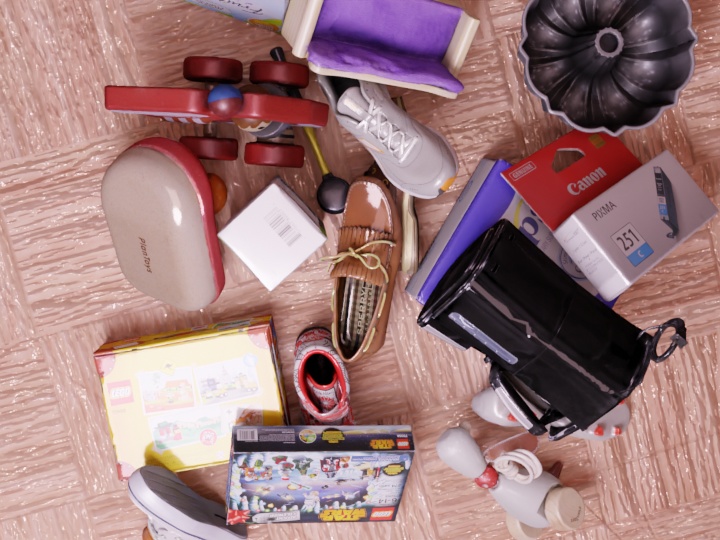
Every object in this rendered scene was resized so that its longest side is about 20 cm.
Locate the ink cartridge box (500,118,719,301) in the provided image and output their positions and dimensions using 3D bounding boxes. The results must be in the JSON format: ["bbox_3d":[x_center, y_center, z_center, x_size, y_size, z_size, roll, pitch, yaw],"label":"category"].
[{"bbox_3d":[0.272,-0.083,1.114,0.200,0.045,0.176,-31,79,-39],"label":"ink cartridge box"}]

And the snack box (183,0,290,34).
[{"bbox_3d":[-0.147,-0.323,1.061,0.168,0.200,0.068,18,87,-4],"label":"snack box"}]

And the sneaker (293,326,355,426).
[{"bbox_3d":[-0.039,0.170,1.175,0.067,0.108,0.202,-9,97,-2],"label":"sneaker"}]

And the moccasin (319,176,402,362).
[{"bbox_3d":[-0.002,0.000,1.120,0.073,0.078,0.202,15,106,17],"label":"moccasin"}]

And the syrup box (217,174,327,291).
[{"bbox_3d":[-0.091,-0.045,1.100,0.081,0.200,0.079,-42,98,4],"label":"syrup box"}]

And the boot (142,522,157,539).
[{"bbox_3d":[-0.244,0.405,1.212,0.154,0.074,0.201,-30,95,5],"label":"boot"}]

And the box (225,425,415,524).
[{"bbox_3d":[-0.048,0.230,1.156,0.199,0.040,0.137,1,134,-10],"label":"box"}]

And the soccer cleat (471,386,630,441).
[{"bbox_3d":[0.226,0.159,1.214,0.199,0.078,0.070,9,82,-24],"label":"soccer cleat"}]

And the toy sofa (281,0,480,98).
[{"bbox_3d":[0.026,-0.251,1.089,0.199,0.098,0.083,5,122,-29],"label":"toy sofa"}]

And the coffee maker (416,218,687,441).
[{"bbox_3d":[0.185,0.046,1.040,0.200,0.135,0.192,39,115,-6],"label":"coffee maker"}]

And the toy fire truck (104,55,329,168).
[{"bbox_3d":[-0.144,-0.169,1.084,0.199,0.168,0.113,7,97,21],"label":"toy fire truck"}]

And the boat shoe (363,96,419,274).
[{"bbox_3d":[0.030,-0.095,1.165,0.067,0.072,0.201,-2,93,4],"label":"boat shoe"}]

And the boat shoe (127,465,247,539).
[{"bbox_3d":[-0.202,0.284,1.154,0.067,0.074,0.200,-40,136,4],"label":"boat shoe"}]

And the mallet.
[{"bbox_3d":[-0.058,-0.156,1.176,0.041,0.066,0.201,-22,83,-1],"label":"mallet"}]

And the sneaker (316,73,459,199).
[{"bbox_3d":[0.019,-0.151,1.088,0.076,0.092,0.200,-51,61,12],"label":"sneaker"}]

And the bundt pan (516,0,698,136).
[{"bbox_3d":[0.266,-0.246,1.152,0.201,0.076,0.203,0,89,-5],"label":"bundt pan"}]

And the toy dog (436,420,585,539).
[{"bbox_3d":[0.181,0.229,1.198,0.131,0.097,0.200,-6,134,34],"label":"toy dog"}]

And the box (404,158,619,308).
[{"bbox_3d":[0.182,0.000,1.169,0.199,0.105,0.184,30,94,-6],"label":"box"}]

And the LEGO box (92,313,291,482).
[{"bbox_3d":[-0.187,0.143,1.178,0.199,0.077,0.150,-9,97,-2],"label":"LEGO box"}]

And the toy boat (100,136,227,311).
[{"bbox_3d":[-0.195,-0.062,1.129,0.130,0.131,0.201,21,140,22],"label":"toy boat"}]
